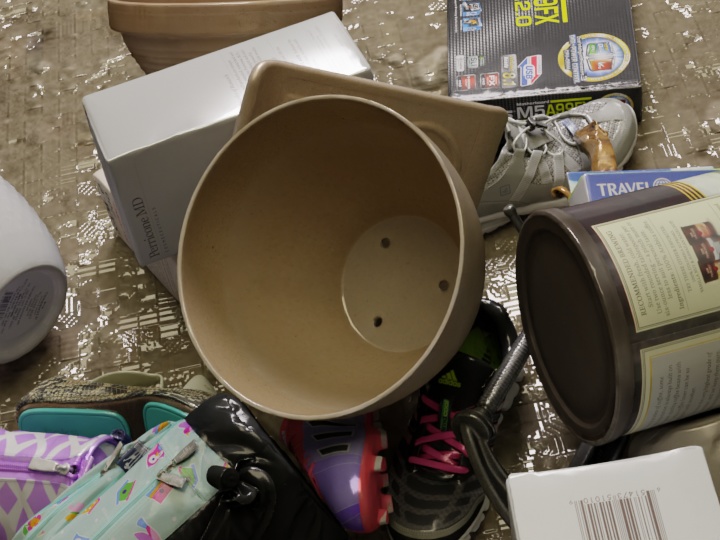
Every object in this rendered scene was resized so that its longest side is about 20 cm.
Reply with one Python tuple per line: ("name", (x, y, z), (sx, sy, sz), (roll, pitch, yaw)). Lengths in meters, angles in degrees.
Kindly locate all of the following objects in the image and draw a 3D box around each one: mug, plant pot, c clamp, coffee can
("mug", (-0.330, 0.011, 1.126), (0.175, 0.148, 0.200), (33, 92, 25))
("plant pot", (-0.113, -0.191, 1.249), (0.200, 0.093, 0.201), (-2, 14, 1))
("c clamp", (0.114, 0.080, 0.965), (0.027, 0.171, 0.200), (-26, 23, 42))
("plant pot", (0.000, 0.000, 0.947), (0.199, 0.134, 0.201), (-4, 80, 26))
("coffee can", (0.216, 0.013, 0.908), (0.199, 0.147, 0.147), (-13, 48, -14))

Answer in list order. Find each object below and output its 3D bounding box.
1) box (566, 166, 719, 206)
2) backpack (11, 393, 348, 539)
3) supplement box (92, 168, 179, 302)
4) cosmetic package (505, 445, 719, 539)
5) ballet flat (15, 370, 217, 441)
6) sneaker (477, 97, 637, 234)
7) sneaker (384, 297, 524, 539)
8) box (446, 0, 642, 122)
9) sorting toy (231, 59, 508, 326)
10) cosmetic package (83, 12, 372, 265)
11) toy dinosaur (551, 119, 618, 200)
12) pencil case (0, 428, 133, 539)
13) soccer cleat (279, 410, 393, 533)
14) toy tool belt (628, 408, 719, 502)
("box", (0.219, 0.007, 1.020), (0.121, 0.048, 0.201), (-2, 65, -9))
("backpack", (-0.123, 0.183, 0.927), (0.200, 0.167, 0.127), (-39, 44, -5))
("supplement box", (-0.104, -0.033, 1.148), (0.126, 0.074, 0.200), (-32, 51, -17))
("cosmetic package", (0.146, 0.193, 0.821), (0.112, 0.200, 0.081), (-8, 49, 1))
("ballet flat", (-0.151, 0.102, 1.053), (0.199, 0.068, 0.075), (6, 35, 19))
("sneaker", (0.132, -0.089, 1.145), (0.199, 0.082, 0.075), (-27, 50, -12))
("sneaker", (0.062, 0.098, 0.993), (0.073, 0.088, 0.200), (11, 53, 20))
("box", (0.155, -0.204, 1.266), (0.159, 0.044, 0.201), (-4, 49, 8))
("sorting toy", (-0.009, -0.048, 1.032), (0.199, 0.186, 0.036), (7, 24, -24))
("cosmetic package", (-0.090, -0.096, 1.067), (0.199, 0.113, 0.081), (-23, 48, -9))
("toy dinosaur", (0.195, -0.022, 1.079), (0.106, 0.060, 0.201), (-33, 70, 15))
("pencil case", (-0.261, 0.148, 1.016), (0.199, 0.086, 0.084), (1, 70, 14))
("soccer cleat", (-0.020, 0.118, 0.968), (0.076, 0.067, 0.200), (-5, 20, 0))
("toy tool belt", (0.277, 0.137, 0.917), (0.199, 0.125, 0.123), (-16, 86, 2))
